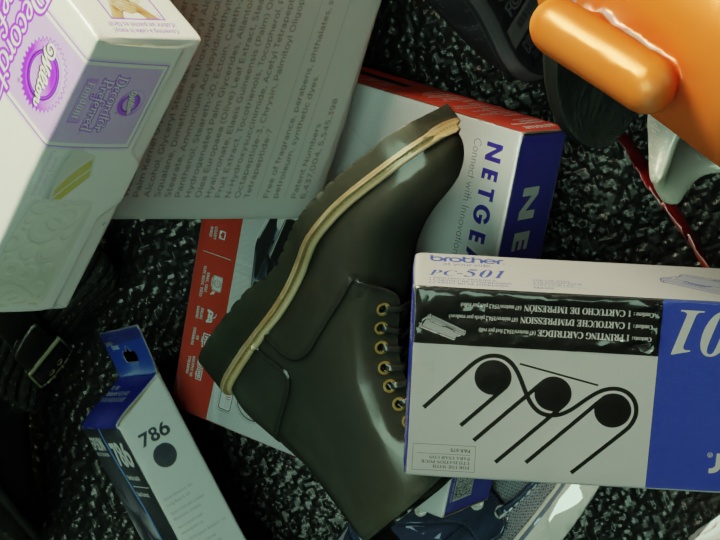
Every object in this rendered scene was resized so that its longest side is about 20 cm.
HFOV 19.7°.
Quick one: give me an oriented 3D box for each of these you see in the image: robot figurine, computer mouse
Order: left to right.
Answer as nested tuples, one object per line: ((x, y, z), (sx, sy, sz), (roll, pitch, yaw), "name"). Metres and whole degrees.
((0.060, -0.169, 0.989), (0.052, 0.200, 0.139), (24, 73, 35), "computer mouse")
((0.155, -0.116, 0.887), (0.144, 0.117, 0.200), (-48, 56, 0), "robot figurine")

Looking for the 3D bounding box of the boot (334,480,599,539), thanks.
((0.053, 0.128, 1.101), (0.090, 0.073, 0.200), (37, 111, -1), "boot")

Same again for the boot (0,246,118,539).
((-0.193, 0.060, 1.148), (0.079, 0.212, 0.159), (21, 66, 13), "boot")

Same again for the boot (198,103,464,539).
((0.022, 0.031, 0.992), (0.139, 0.077, 0.200), (49, 132, 14), "boot")

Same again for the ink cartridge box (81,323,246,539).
((-0.102, 0.128, 1.135), (0.039, 0.099, 0.201), (-27, 94, -19), "ink cartridge box")

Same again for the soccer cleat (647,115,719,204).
((0.222, -0.062, 0.937), (0.199, 0.070, 0.087), (-1, 59, 34), "soccer cleat")

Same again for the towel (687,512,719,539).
((0.286, 0.148, 1.011), (0.190, 0.032, 0.200), (-32, 123, 21), "towel")

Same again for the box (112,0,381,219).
((-0.112, -0.150, 0.993), (0.199, 0.171, 0.201), (33, 113, 39), "box")

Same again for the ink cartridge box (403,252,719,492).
((0.120, 0.047, 0.937), (0.198, 0.044, 0.095), (3, 111, 2), "ink cartridge box")

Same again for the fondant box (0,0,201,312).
((-0.167, -0.101, 0.889), (0.200, 0.058, 0.145), (49, 123, 30), "fondant box")

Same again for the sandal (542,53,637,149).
((0.142, -0.153, 0.990), (0.048, 0.075, 0.202), (29, 103, 49), "sandal")

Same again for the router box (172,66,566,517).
((0.000, 0.000, 1.068), (0.178, 0.049, 0.202), (19, 106, 30), "router box")

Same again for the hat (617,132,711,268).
((0.214, 0.006, 1.054), (0.164, 0.176, 0.201), (-17, 119, -9), "hat")
